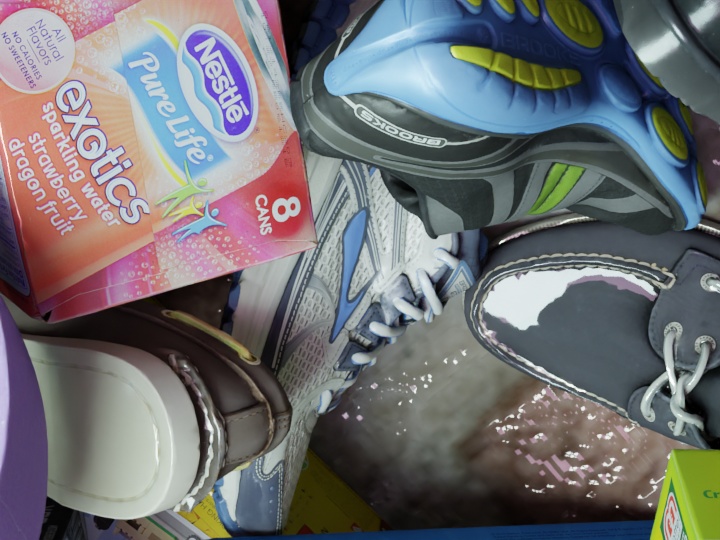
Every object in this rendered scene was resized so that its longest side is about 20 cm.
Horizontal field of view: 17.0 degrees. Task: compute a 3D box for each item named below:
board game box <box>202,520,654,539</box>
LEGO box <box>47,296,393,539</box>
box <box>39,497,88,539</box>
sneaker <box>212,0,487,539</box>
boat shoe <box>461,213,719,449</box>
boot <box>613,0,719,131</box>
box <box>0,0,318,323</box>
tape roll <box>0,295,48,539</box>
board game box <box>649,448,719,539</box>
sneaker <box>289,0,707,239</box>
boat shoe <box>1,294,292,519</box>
[{"bbox_3d":[0.029,0.190,0.855,0.199,0.056,0.196,1,113,-24],"label":"board game box"},{"bbox_3d":[-0.101,0.101,0.916,0.200,0.077,0.149,44,114,0],"label":"LEGO box"},{"bbox_3d":[-0.177,0.135,0.781,0.157,0.200,0.050,-6,105,3],"label":"box"},{"bbox_3d":[0.000,0.000,0.830,0.085,0.077,0.201,15,89,-2],"label":"sneaker"},{"bbox_3d":[0.126,0.029,0.827,0.199,0.063,0.073,14,111,13],"label":"boat shoe"},{"bbox_3d":[0.198,-0.100,0.717,0.200,0.165,0.066,-36,57,24],"label":"boot"},{"bbox_3d":[-0.097,-0.060,0.790,0.094,0.200,0.103,-15,106,-19],"label":"box"},{"bbox_3d":[-0.192,0.051,0.679,0.199,0.066,0.201,-1,68,2],"label":"tape roll"},{"bbox_3d":[0.193,0.113,0.789,0.199,0.048,0.102,2,126,-7],"label":"board game box"},{"bbox_3d":[0.049,-0.049,0.768,0.083,0.199,0.071,-23,71,31],"label":"sneaker"},{"bbox_3d":[-0.108,0.034,0.806,0.200,0.059,0.072,13,108,43],"label":"boat shoe"}]
